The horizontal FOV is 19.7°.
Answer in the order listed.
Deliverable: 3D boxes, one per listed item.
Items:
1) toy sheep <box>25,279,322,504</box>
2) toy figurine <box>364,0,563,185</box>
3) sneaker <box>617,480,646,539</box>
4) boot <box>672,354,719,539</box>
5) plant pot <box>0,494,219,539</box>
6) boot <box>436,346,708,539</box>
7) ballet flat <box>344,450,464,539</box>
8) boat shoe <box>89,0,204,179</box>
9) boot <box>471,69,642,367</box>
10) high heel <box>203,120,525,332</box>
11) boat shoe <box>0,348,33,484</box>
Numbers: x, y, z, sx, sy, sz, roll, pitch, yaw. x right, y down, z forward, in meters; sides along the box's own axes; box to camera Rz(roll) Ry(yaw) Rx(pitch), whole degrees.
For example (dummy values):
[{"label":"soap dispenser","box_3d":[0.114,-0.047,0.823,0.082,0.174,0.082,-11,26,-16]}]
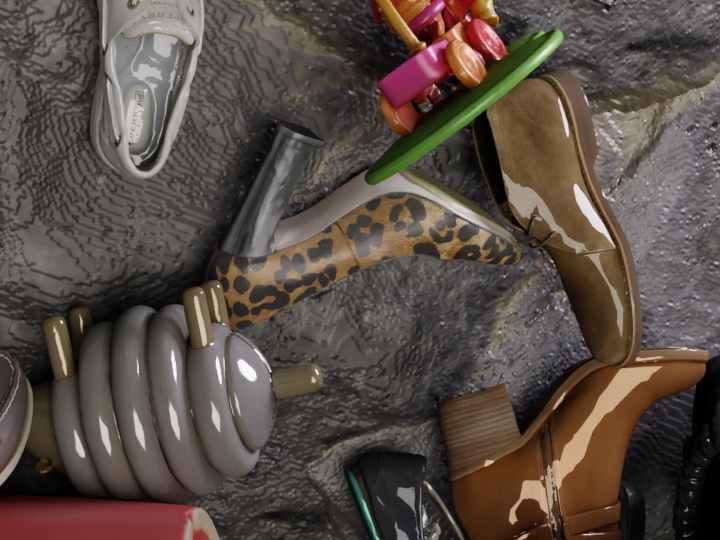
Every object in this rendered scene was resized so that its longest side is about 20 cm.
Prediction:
[{"label":"toy sheep","box_3d":[-0.122,0.080,1.284,0.199,0.138,0.139,-11,110,13]},{"label":"toy figurine","box_3d":[0.018,-0.178,1.276,0.150,0.200,0.184,-34,96,27]},{"label":"sneaker","box_3d":[0.119,0.230,1.455,0.104,0.060,0.201,19,100,-29]},{"label":"boot","box_3d":[0.262,0.177,1.435,0.079,0.158,0.212,-8,111,13]},{"label":"plant pot","box_3d":[-0.173,0.221,1.234,0.176,0.201,0.202,-8,109,7]},{"label":"boot","box_3d":[0.160,0.140,1.409,0.199,0.077,0.156,-16,85,-12]},{"label":"ballet flat","box_3d":[0.046,0.216,1.400,0.073,0.073,0.201,-16,93,-16]},{"label":"boat shoe","box_3d":[-0.124,-0.153,1.254,0.070,0.069,0.201,-2,104,-19]},{"label":"boot","box_3d":[0.127,-0.027,1.364,0.075,0.074,0.201,-17,88,-27]},{"label":"high heel","box_3d":[0.000,0.000,1.350,0.199,0.071,0.143,21,103,-23]},{"label":"boat shoe","box_3d":[-0.251,0.108,1.194,0.200,0.071,0.060,-56,154,-43]}]
